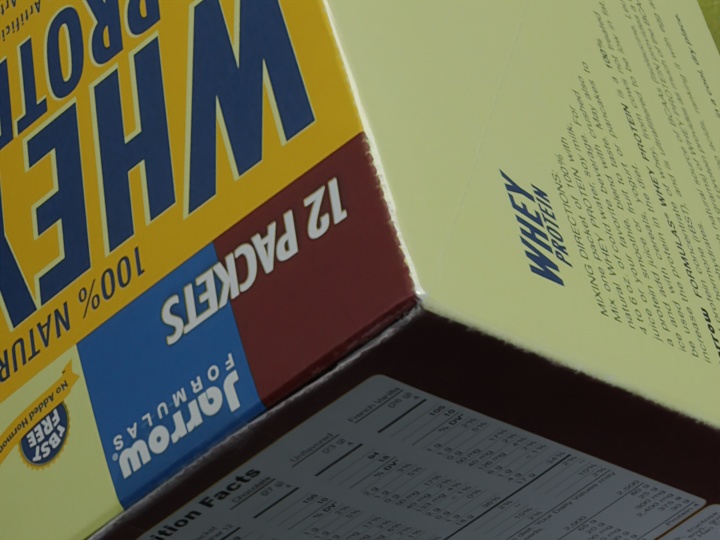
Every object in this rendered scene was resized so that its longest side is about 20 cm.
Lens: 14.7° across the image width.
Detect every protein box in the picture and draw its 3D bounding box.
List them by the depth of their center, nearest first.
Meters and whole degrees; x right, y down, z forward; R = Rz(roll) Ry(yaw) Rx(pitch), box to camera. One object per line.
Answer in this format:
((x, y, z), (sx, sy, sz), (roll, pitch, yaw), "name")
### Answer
((0.003, -0.011, 0.708), (0.200, 0.135, 0.199), (23, 40, -46), "protein box")

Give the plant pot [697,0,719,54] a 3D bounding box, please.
((0.060, -0.074, 0.917), (0.187, 0.200, 0.187), (27, 25, -14), "plant pot")
